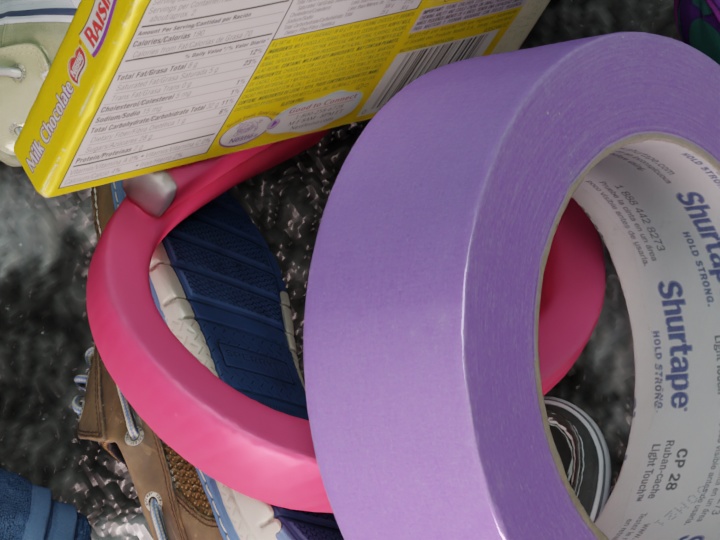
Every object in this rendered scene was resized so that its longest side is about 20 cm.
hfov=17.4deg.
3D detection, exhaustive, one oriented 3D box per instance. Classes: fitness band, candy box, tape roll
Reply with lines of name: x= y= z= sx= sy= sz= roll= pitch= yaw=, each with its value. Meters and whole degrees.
fitness band: x=0.000 y=0.000 z=0.793 sx=0.144 sy=0.037 sz=0.200 roll=45 pitch=46 yaw=12
candy box: x=-0.010 y=-0.082 z=0.759 sx=0.200 sy=0.102 sz=0.026 roll=-16 pitch=60 yaw=-40
tape roll: x=0.073 y=0.028 z=0.747 sx=0.066 sy=0.200 sz=0.200 roll=-7 pitch=67 yaw=43

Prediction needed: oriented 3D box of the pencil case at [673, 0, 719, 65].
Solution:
pencil case: x=0.210 y=-0.117 z=0.842 sx=0.200 sy=0.085 sz=0.093 roll=-31 pitch=116 yaw=-5

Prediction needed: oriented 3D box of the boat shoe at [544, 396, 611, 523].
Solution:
boat shoe: x=0.013 y=0.119 z=0.789 sx=0.070 sy=0.066 sz=0.200 roll=42 pitch=80 yaw=15

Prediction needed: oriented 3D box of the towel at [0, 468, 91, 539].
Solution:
towel: x=-0.195 y=0.100 z=0.784 sx=0.200 sy=0.049 sz=0.112 roll=19 pitch=72 yaw=-14

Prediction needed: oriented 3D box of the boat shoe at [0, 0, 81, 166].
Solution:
boat shoe: x=-0.113 y=-0.066 z=0.838 sx=0.200 sy=0.072 sz=0.062 roll=-2 pitch=73 yaw=33

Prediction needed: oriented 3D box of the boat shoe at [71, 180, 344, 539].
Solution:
boat shoe: x=-0.064 y=0.038 z=0.812 sx=0.072 sy=0.072 sz=0.200 roll=-40 pitch=48 yaw=24
